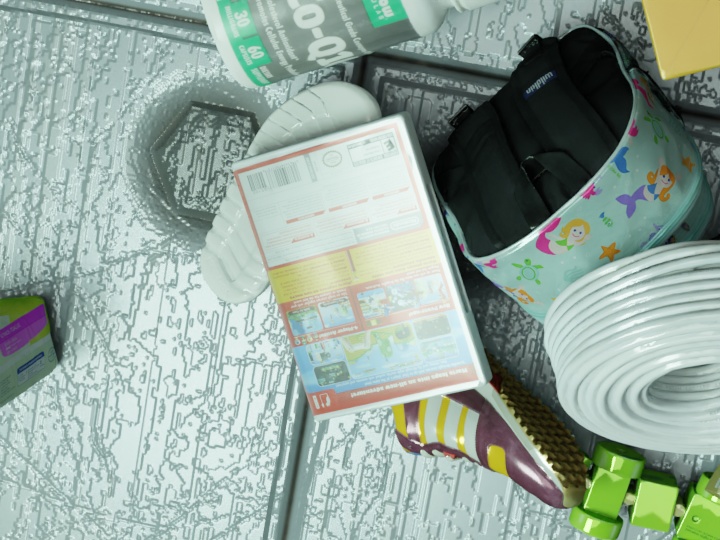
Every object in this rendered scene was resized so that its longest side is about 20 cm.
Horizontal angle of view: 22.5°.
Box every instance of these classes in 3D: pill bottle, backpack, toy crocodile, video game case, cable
[{"bbox_3d":[-0.006,-0.209,1.284,0.200,0.113,0.113,-16,95,14],"label":"pill bottle"},{"bbox_3d":[0.149,-0.056,1.236,0.178,0.200,0.151,-43,109,13],"label":"backpack"},{"bbox_3d":[0.221,0.170,1.331,0.200,0.062,0.068,18,101,3],"label":"toy crocodile"},{"bbox_3d":[0.000,0.000,1.290,0.143,0.017,0.200,-14,98,26],"label":"video game case"},{"bbox_3d":[0.220,0.055,1.159,0.200,0.200,0.069,-13,57,20],"label":"cable"}]

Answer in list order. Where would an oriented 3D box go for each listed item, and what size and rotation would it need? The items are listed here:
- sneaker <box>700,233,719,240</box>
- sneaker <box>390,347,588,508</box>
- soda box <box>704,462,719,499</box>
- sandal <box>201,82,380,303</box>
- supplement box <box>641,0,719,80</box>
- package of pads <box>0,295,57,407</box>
[{"bbox_3d":[0.289,-0.013,1.250,0.200,0.072,0.083,4,76,50],"label":"sneaker"},{"bbox_3d":[0.081,0.117,1.321,0.090,0.075,0.200,-52,58,16],"label":"sneaker"},{"bbox_3d":[0.323,0.086,1.265,0.068,0.064,0.200,31,87,5],"label":"soda box"},{"bbox_3d":[-0.052,-0.062,1.347,0.082,0.050,0.203,49,117,15],"label":"sandal"},{"bbox_3d":[0.242,-0.239,1.185,0.132,0.200,0.198,-14,96,14],"label":"supplement box"},{"bbox_3d":[-0.346,0.076,1.377,0.200,0.155,0.068,-9,100,12],"label":"package of pads"}]
